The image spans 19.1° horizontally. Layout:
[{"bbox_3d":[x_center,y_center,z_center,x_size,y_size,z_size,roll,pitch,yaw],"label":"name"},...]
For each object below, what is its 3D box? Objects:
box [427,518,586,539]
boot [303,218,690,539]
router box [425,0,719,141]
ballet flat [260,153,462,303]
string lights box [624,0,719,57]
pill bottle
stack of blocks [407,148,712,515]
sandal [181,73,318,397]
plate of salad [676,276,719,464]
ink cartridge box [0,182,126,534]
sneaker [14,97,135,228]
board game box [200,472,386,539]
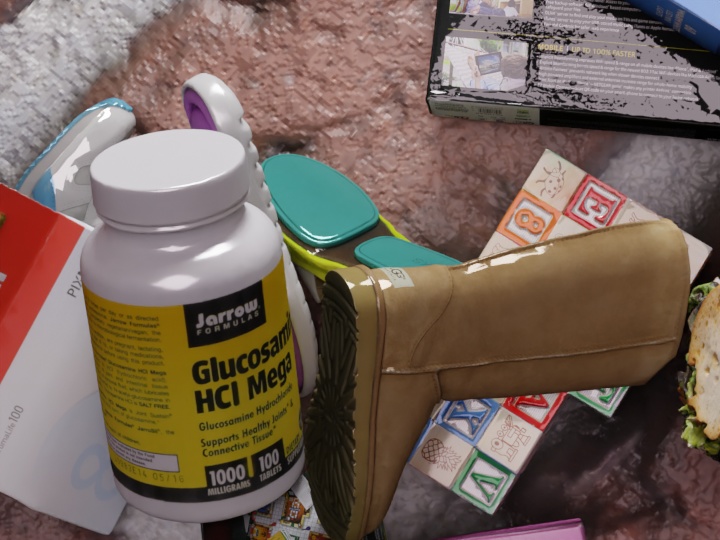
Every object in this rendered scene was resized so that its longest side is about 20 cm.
[{"bbox_3d":[0.056,0.254,1.233,0.175,0.097,0.201,-8,84,4],"label":"box"},{"bbox_3d":[0.076,0.063,1.170,0.200,0.066,0.175,-7,124,-22],"label":"boot"},{"bbox_3d":[0.146,-0.160,1.286,0.199,0.051,0.150,6,83,6],"label":"router box"},{"bbox_3d":[0.000,0.000,1.257,0.067,0.067,0.200,-21,38,-32],"label":"ballet flat"},{"bbox_3d":[0.186,-0.199,1.231,0.200,0.059,0.103,32,86,8],"label":"string lights box"},{"bbox_3d":[-0.095,0.029,1.189,0.112,0.113,0.200,-4,116,5],"label":"pill bottle"},{"bbox_3d":[0.107,0.045,1.266,0.115,0.059,0.200,32,89,8],"label":"stack of blocks"},{"bbox_3d":[-0.077,-0.016,1.259,0.050,0.082,0.203,-22,107,-17],"label":"sandal"},{"bbox_3d":[0.199,0.055,1.186,0.048,0.200,0.201,-2,84,9],"label":"plate of salad"},{"bbox_3d":[-0.177,0.053,1.227,0.047,0.200,0.160,27,88,35],"label":"ink cartridge box"},{"bbox_3d":[-0.183,-0.010,1.297,0.081,0.077,0.200,30,95,0],"label":"sneaker"},{"bbox_3d":[-0.030,0.187,1.157,0.105,0.023,0.200,-10,39,-1],"label":"board game box"}]
